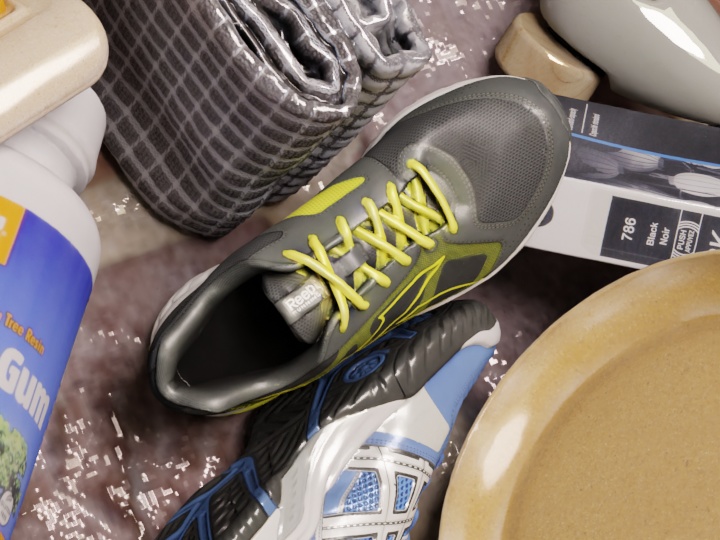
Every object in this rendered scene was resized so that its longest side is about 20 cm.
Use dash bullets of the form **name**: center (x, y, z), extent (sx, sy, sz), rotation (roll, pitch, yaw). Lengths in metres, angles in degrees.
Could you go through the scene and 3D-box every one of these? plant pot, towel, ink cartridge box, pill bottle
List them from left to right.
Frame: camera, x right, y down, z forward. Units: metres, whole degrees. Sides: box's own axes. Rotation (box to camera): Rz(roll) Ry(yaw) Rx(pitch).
- **pill bottle**: center (-0.161, 0.017, 0.910), extent (0.112, 0.112, 0.201), rotation (23, 64, -15)
- **towel**: center (-0.076, -0.122, 0.973), extent (0.085, 0.166, 0.200), rotation (-33, 86, -25)
- **ink cartridge box**: center (0.109, -0.036, 1.027), extent (0.199, 0.039, 0.100), rotation (10, 24, 4)
- **plant pot**: center (0.118, 0.084, 0.930), extent (0.027, 0.199, 0.201), rotation (40, 55, -39)

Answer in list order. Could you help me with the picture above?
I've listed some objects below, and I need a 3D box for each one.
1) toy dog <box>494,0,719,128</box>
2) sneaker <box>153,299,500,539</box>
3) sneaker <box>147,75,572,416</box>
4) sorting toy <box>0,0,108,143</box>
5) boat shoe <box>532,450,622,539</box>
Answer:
- **toy dog**: center (0.155, -0.095, 1.110), extent (0.200, 0.132, 0.096), rotation (50, 27, -9)
- **sneaker**: center (-0.007, 0.088, 0.986), extent (0.200, 0.076, 0.077), rotation (-46, 111, -28)
- **sneaker**: center (0.000, 0.000, 0.953), extent (0.200, 0.085, 0.075), rotation (-38, 95, 10)
- **sorting toy**: center (-0.220, -0.087, 0.902), extent (0.185, 0.037, 0.200), rotation (-35, 52, -24)
- **boat shoe**: center (0.110, 0.097, 0.999), extent (0.070, 0.070, 0.201), rotation (26, 47, -15)
